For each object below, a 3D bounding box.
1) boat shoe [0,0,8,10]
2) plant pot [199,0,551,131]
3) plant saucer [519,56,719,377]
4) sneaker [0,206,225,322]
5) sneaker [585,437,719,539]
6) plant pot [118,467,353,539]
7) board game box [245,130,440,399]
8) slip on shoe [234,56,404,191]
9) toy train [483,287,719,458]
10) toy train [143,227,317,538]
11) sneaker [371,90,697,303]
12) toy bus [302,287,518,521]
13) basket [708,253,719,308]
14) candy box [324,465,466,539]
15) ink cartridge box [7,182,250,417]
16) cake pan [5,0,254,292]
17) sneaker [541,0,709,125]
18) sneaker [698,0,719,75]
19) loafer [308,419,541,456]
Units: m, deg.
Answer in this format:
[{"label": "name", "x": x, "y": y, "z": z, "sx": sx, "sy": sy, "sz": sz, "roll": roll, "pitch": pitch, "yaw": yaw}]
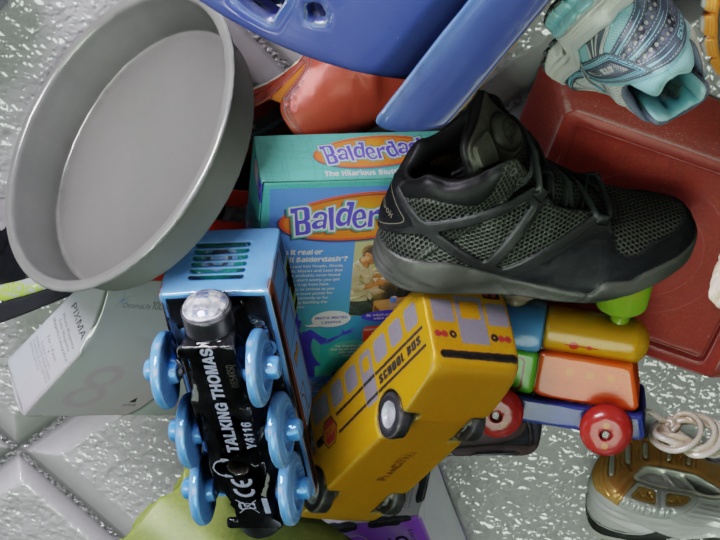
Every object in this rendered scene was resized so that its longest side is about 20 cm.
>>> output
[{"label": "boat shoe", "x": -0.294, "y": -0.143, "z": 1.284, "sx": 0.200, "sy": 0.069, "sz": 0.057, "roll": -39, "pitch": 92, "yaw": 31}, {"label": "plant pot", "x": 0.036, "y": -0.203, "z": 1.055, "sx": 0.179, "sy": 0.200, "sz": 0.200, "roll": 40, "pitch": 124, "yaw": -2}, {"label": "plant saucer", "x": 0.179, "y": -0.024, "z": 1.280, "sx": 0.198, "sy": 0.037, "sz": 0.201, "roll": 19, "pitch": 128, "yaw": -1}, {"label": "sneaker", "x": -0.189, "y": -0.029, "z": 1.334, "sx": 0.198, "sy": 0.072, "sz": 0.084, "roll": -20, "pitch": 95, "yaw": 11}, {"label": "sneaker", "x": 0.252, "y": 0.174, "z": 1.400, "sx": 0.198, "sy": 0.076, "sz": 0.088, "roll": 18, "pitch": 143, "yaw": 3}, {"label": "plant pot", "x": -0.072, "y": 0.224, "z": 1.356, "sx": 0.190, "sy": 0.200, "sz": 0.200, "roll": 42, "pitch": 126, "yaw": 3}, {"label": "board game box", "x": 0.000, "y": 0.000, "z": 1.290, "sx": 0.150, "sy": 0.045, "sz": 0.201, "roll": -2, "pitch": 135, "yaw": -11}, {"label": "slip on shoe", "x": -0.024, "y": -0.103, "z": 1.251, "sx": 0.199, "sy": 0.061, "sz": 0.074, "roll": -27, "pitch": 115, "yaw": 26}, {"label": "toy train", "x": 0.166, "y": 0.050, "z": 1.272, "sx": 0.198, "sy": 0.085, "sz": 0.117, "roll": 9, "pitch": 115, "yaw": 6}, {"label": "toy train", "x": -0.072, "y": 0.072, "z": 1.234, "sx": 0.086, "sy": 0.115, "sz": 0.201, "roll": -1, "pitch": 133, "yaw": 12}, {"label": "sneaker", "x": 0.110, "y": -0.043, "z": 1.189, "sx": 0.197, "sy": 0.077, "sz": 0.115, "roll": 3, "pitch": 133, "yaw": -7}, {"label": "toy bus", "x": 0.022, "y": 0.088, "z": 1.277, "sx": 0.065, "sy": 0.079, "sz": 0.200, "roll": 5, "pitch": 147, "yaw": -29}, {"label": "basket", "x": 0.308, "y": -0.070, "z": 1.107, "sx": 0.159, "sy": 0.199, "sz": 0.201, "roll": 21, "pitch": 139, "yaw": 3}, {"label": "candy box", "x": -0.019, "y": 0.233, "z": 1.490, "sx": 0.198, "sy": 0.072, "sz": 0.169, "roll": -10, "pitch": 122, "yaw": 19}, {"label": "ink cartridge box", "x": -0.113, "y": 0.026, "z": 1.317, "sx": 0.162, "sy": 0.057, "sz": 0.200, "roll": 4, "pitch": 146, "yaw": -46}, {"label": "cake pan", "x": -0.138, "y": -0.075, "z": 1.224, "sx": 0.199, "sy": 0.202, "sz": 0.037, "roll": -31, "pitch": 140, "yaw": 30}, {"label": "sneaker", "x": 0.152, "y": -0.114, "z": 1.124, "sx": 0.078, "sy": 0.200, "sz": 0.086, "roll": -41, "pitch": 80, "yaw": 7}, {"label": "sneaker", "x": 0.228, "y": -0.180, "z": 1.082, "sx": 0.076, "sy": 0.079, "sz": 0.201, "roll": 10, "pitch": 131, "yaw": 15}, {"label": "loafer", "x": 0.028, "y": 0.111, "z": 1.394, "sx": 0.198, "sy": 0.072, "sz": 0.063, "roll": -6, "pitch": 129, "yaw": 13}]
